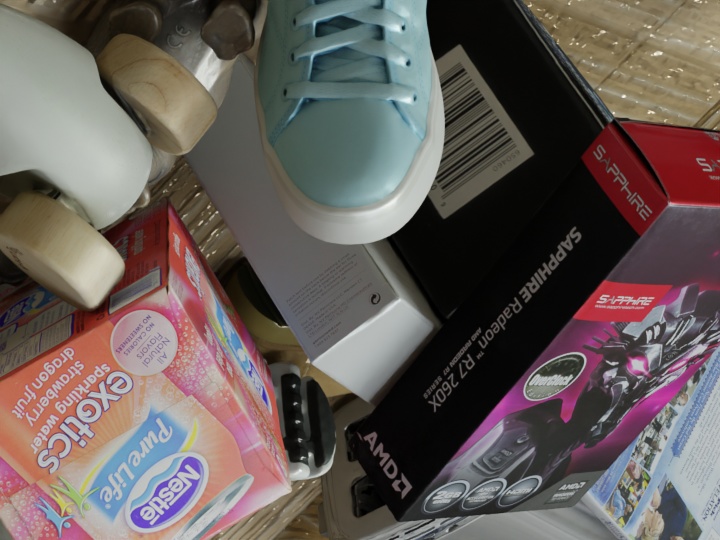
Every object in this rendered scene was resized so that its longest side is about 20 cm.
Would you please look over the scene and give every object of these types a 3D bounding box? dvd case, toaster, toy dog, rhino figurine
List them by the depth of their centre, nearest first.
[{"bbox_3d":[-0.145,-0.078,0.884,0.132,0.096,0.200,-36,111,-26],"label":"toy dog"},{"bbox_3d":[-0.100,-0.059,0.991,0.200,0.060,0.087,-50,-169,31],"label":"rhino figurine"},{"bbox_3d":[0.176,0.086,1.326,0.143,0.018,0.200,-61,141,-15],"label":"dvd case"},{"bbox_3d":[0.071,0.115,1.361,0.200,0.114,0.129,-27,143,31],"label":"toaster"}]

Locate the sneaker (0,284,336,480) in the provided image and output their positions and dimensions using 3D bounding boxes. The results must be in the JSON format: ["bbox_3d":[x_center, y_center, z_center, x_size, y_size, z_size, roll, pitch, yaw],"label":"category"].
[{"bbox_3d":[-0.109,0.066,1.150,0.200,0.075,0.081,25,139,-32],"label":"sneaker"}]

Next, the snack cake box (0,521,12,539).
[{"bbox_3d":[-0.132,0.170,1.168,0.115,0.067,0.200,-53,160,-15],"label":"snack cake box"}]

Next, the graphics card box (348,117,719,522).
[{"bbox_3d":[0.098,0.025,1.034,0.125,0.051,0.200,2,137,-48],"label":"graphics card box"}]

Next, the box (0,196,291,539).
[{"bbox_3d":[-0.097,0.048,0.979,0.103,0.095,0.200,-30,-168,1],"label":"box"}]

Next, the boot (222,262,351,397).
[{"bbox_3d":[-0.050,0.080,1.280,0.175,0.066,0.200,10,131,-36],"label":"boot"}]

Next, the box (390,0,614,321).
[{"bbox_3d":[0.080,-0.032,1.139,0.107,0.149,0.200,-36,152,8],"label":"box"}]

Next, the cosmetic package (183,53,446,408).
[{"bbox_3d":[0.000,0.000,1.106,0.052,0.151,0.200,-35,151,9],"label":"cosmetic package"}]

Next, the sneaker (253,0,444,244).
[{"bbox_3d":[-0.008,-0.109,0.900,0.074,0.200,0.082,-5,151,8],"label":"sneaker"}]
